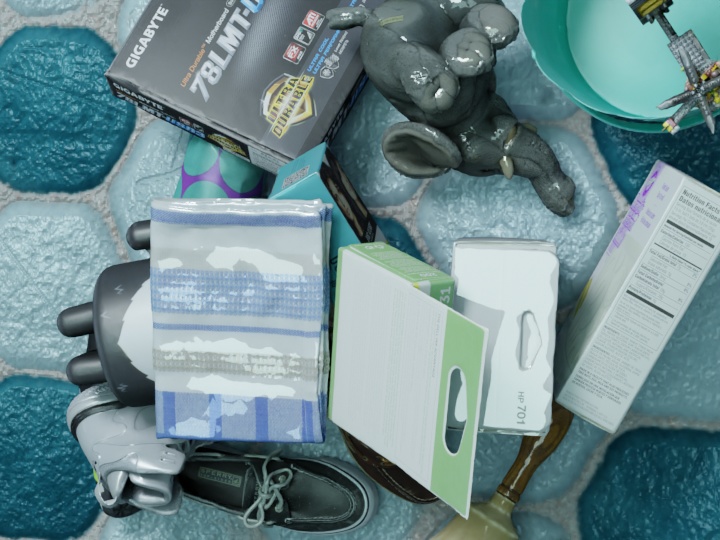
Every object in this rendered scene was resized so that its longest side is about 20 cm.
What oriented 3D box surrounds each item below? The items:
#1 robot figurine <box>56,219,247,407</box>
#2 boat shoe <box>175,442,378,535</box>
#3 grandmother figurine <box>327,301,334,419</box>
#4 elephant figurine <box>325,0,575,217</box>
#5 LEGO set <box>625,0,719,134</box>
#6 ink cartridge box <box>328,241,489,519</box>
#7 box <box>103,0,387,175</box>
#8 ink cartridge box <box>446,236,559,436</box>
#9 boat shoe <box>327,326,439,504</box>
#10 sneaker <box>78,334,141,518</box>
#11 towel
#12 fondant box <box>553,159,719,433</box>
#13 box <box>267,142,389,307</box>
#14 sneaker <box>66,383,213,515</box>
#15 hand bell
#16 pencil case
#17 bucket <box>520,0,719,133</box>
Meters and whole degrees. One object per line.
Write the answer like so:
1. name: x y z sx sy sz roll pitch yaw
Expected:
1. robot figurine: -0.150 0.046 1.308 0.198 0.125 0.151 -10 131 7
2. boat shoe: -0.084 0.195 1.401 0.198 0.068 0.074 15 95 17
3. grandmother figurine: -0.040 0.026 1.359 0.060 0.121 0.202 -10 95 -26
4. elephant figurine: 0.080 -0.132 1.312 0.140 0.201 0.156 -25 48 -4
5. LEGO set: 0.254 -0.207 1.121 0.153 0.116 0.202 -26 83 15
6. ink cartridge box: 0.045 0.076 1.157 0.199 0.048 0.147 28 118 52
7. box: -0.088 -0.200 1.357 0.197 0.050 0.201 27 72 8
8. ink cartridge box: 0.112 0.047 1.263 0.085 0.200 0.148 3 92 5
9. boat shoe: 0.020 0.136 1.318 0.072 0.072 0.201 -34 119 -3
10. sneaker: -0.224 0.127 1.458 0.082 0.071 0.202 12 101 52
11. towel: -0.095 0.040 1.229 0.145 0.024 0.202 2 102 6
12. fondant box: 0.223 0.016 1.257 0.058 0.144 0.201 29 99 -2
13. box: 0.000 0.000 1.278 0.049 0.082 0.201 -28 107 14
14. sneaker: -0.151 0.147 1.369 0.198 0.076 0.115 -9 49 -17
15. hand bell: 0.130 0.184 1.339 0.104 0.104 0.201 30 87 15
16. pencil case: -0.142 -0.043 1.407 0.092 0.085 0.202 22 97 32
17. bucket: 0.239 -0.212 1.259 0.205 0.135 0.210 0 91 18
